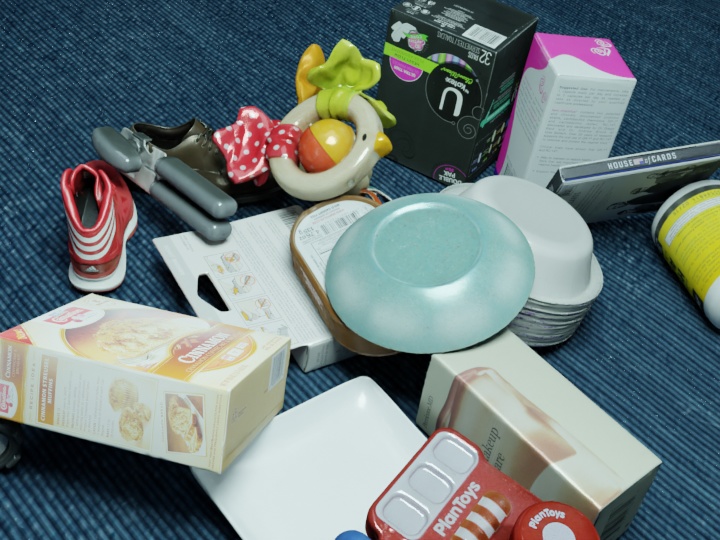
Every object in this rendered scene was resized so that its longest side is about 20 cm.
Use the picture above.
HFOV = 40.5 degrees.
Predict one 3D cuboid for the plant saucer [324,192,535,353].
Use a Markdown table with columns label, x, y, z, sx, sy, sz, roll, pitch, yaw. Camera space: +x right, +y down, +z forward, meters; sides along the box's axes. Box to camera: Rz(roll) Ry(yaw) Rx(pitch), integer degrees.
| label | x | y | z | sx | sy | sz | roll | pitch | yaw |
| --- | --- | --- | --- | --- | --- | --- | --- | --- | --- |
| plant saucer | 0.063 | -0.013 | 0.914 | 0.200 | 0.039 | 0.202 | -5 | 49 | 6 |

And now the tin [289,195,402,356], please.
| label | x | y | z | sx | sy | sz | roll | pitch | yaw |
| --- | --- | --- | --- | --- | --- | --- | --- | --- | --- |
| tin | 0.000 | 0.000 | 0.965 | 0.112 | 0.042 | 0.200 | -27 | 49 | -9 |

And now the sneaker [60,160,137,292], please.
| label | x | y | z | sx | sy | sz | roll | pitch | yaw |
| --- | --- | --- | --- | --- | --- | --- | --- | --- | --- |
| sneaker | -0.274 | -0.082 | 1.028 | 0.078 | 0.116 | 0.200 | -4 | 42 | -16 |

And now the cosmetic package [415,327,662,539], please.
| label | x | y | z | sx | sy | sz | roll | pitch | yaw |
| --- | --- | --- | --- | --- | --- | --- | --- | --- | --- |
| cosmetic package | 0.150 | 0.151 | 0.862 | 0.087 | 0.104 | 0.200 | -25 | 50 | -31 |

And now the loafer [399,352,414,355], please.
| label | x | y | z | sx | sy | sz | roll | pitch | yaw |
| --- | --- | --- | --- | --- | --- | --- | --- | --- | --- |
| loafer | 0.027 | 0.001 | 1.032 | 0.068 | 0.071 | 0.201 | -9 | 44 | -22 |

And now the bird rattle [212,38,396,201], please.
| label | x | y | z | sx | sy | sz | roll | pitch | yaw |
| --- | --- | --- | --- | --- | --- | --- | --- | --- | --- |
| bird rattle | -0.052 | -0.145 | 1.045 | 0.199 | 0.113 | 0.163 | -31 | 51 | -3 |

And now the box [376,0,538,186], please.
| label | x | y | z | sx | sy | sz | roll | pitch | yaw |
| --- | --- | --- | --- | --- | --- | --- | --- | --- | --- |
| box | 0.112 | -0.231 | 1.219 | 0.148 | 0.201 | 0.124 | 28 | 44 | 19 |

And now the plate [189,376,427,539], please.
| label | x | y | z | sx | sy | sz | roll | pitch | yaw |
| --- | --- | --- | --- | --- | --- | --- | --- | --- | --- |
| plate | -0.014 | 0.196 | 0.828 | 0.199 | 0.032 | 0.200 | -22 | 51 | -33 |

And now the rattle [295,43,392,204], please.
| label | x | y | z | sx | sy | sz | roll | pitch | yaw |
| --- | --- | --- | --- | --- | --- | --- | --- | --- | --- |
| rattle | -0.007 | -0.152 | 1.147 | 0.130 | 0.143 | 0.200 | 23 | 13 | -47 |

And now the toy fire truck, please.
| label | x | y | z | sx | sy | sz | roll | pitch | yaw |
| --- | --- | --- | --- | --- | --- | --- | --- | --- | --- |
| toy fire truck | 0.070 | 0.228 | 0.732 | 0.168 | 0.112 | 0.200 | 33 | 52 | 21 |

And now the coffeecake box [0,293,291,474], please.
| label | x | y | z | sx | sy | sz | roll | pitch | yaw |
| --- | --- | --- | --- | --- | --- | --- | --- | --- | --- |
| coffeecake box | -0.178 | 0.088 | 0.822 | 0.199 | 0.073 | 0.154 | 11 | 14 | 11 |

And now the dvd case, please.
| label | x | y | z | sx | sy | sz | roll | pitch | yaw |
| --- | --- | --- | --- | --- | --- | --- | --- | --- | --- |
| dvd case | 0.304 | -0.094 | 1.129 | 0.199 | 0.150 | 0.025 | -9 | 72 | -9 |

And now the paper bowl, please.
| label | x | y | z | sx | sy | sz | roll | pitch | yaw |
| --- | --- | --- | --- | --- | --- | --- | --- | --- | --- |
| paper bowl | 0.163 | -0.023 | 1.034 | 0.200 | 0.105 | 0.201 | 17 | 35 | -13 |

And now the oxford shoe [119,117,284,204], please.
| label | x | y | z | sx | sy | sz | roll | pitch | yaw |
| --- | --- | --- | --- | --- | --- | --- | --- | --- | --- |
| oxford shoe | -0.176 | -0.128 | 1.128 | 0.199 | 0.085 | 0.073 | 8 | 36 | -9 |

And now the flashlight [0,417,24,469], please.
| label | x | y | z | sx | sy | sz | roll | pitch | yaw |
| --- | --- | --- | --- | --- | --- | --- | --- | --- | --- |
| flashlight | -0.348 | 0.091 | 0.857 | 0.067 | 0.068 | 0.200 | -4 | 37 | -32 |

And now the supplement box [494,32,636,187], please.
| label | x | y | z | sx | sy | sz | roll | pitch | yaw |
| --- | --- | --- | --- | --- | --- | --- | --- | --- | --- |
| supplement box | 0.241 | -0.171 | 1.178 | 0.103 | 0.201 | 0.101 | 1 | 41 | -10 |

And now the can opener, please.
| label | x | y | z | sx | sy | sz | roll | pitch | yaw |
| --- | --- | --- | --- | --- | --- | --- | --- | --- | --- |
| can opener | -0.213 | -0.093 | 1.045 | 0.200 | 0.053 | 0.066 | 33 | 30 | 28 |

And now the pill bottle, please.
| label | x | y | z | sx | sy | sz | roll | pitch | yaw |
| --- | --- | --- | --- | --- | --- | --- | --- | --- | --- |
| pill bottle | 0.418 | -0.001 | 1.089 | 0.111 | 0.112 | 0.200 | -3 | 41 | -16 |

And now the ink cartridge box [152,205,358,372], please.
| label | x | y | z | sx | sy | sz | roll | pitch | yaw |
| --- | --- | --- | --- | --- | --- | --- | --- | --- | --- |
| ink cartridge box | -0.097 | 0.022 | 1.002 | 0.175 | 0.045 | 0.200 | -15 | 46 | -26 |
